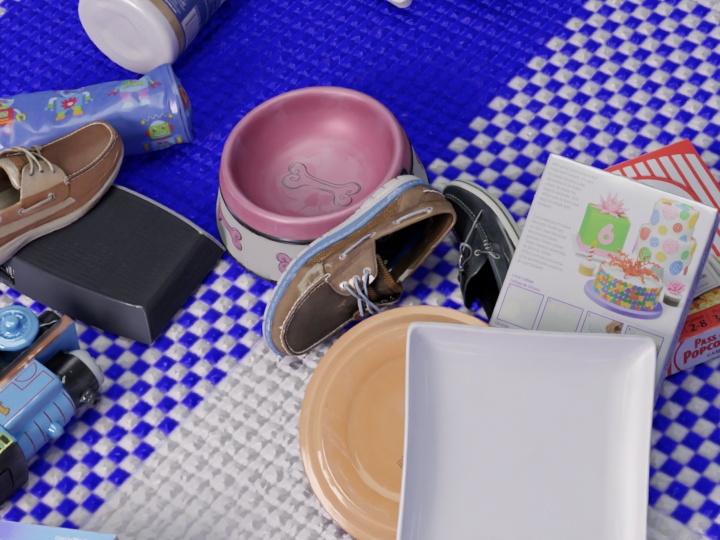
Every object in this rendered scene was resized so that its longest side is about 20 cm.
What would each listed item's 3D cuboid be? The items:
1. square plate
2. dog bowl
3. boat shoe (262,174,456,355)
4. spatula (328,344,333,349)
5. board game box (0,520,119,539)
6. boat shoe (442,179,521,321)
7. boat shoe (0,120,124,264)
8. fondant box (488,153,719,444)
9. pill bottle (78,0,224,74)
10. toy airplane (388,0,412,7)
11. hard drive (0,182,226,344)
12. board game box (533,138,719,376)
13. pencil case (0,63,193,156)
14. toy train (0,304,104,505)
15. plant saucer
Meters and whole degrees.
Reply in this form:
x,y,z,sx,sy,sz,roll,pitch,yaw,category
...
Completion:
x,y,z,sx,sy,sz,roll,pitch,yaw,category
0.126,0.145,1.564,0.197,0.028,0.201,4,87,-9,square plate
-0.039,-0.083,1.833,0.199,0.074,0.201,-4,50,5,dog bowl
0.000,0.000,1.733,0.200,0.072,0.072,-48,39,-10,boat shoe
0.029,0.126,1.682,0.056,0.021,0.200,-22,47,-25,spatula
-0.274,0.300,1.541,0.159,0.097,0.201,5,52,13,board game box
0.111,-0.001,1.742,0.062,0.075,0.200,-19,55,-15,boat shoe
-0.295,-0.074,1.813,0.200,0.072,0.076,-40,54,-21,boat shoe
0.189,0.024,1.636,0.144,0.058,0.201,20,90,15,fondant box
-0.181,-0.297,2.007,0.111,0.111,0.200,19,56,23,pill bottle
0.059,-0.358,1.999,0.199,0.141,0.200,-3,51,6,toy airplane
-0.237,-0.021,1.833,0.199,0.042,0.135,22,57,25,hard drive
0.256,-0.008,1.739,0.151,0.046,0.200,-21,51,-7,board game box
-0.257,-0.140,1.913,0.199,0.078,0.087,-12,42,0,pencil case
-0.303,0.118,1.708,0.114,0.087,0.200,35,61,21,toy train
0.047,0.126,1.611,0.199,0.032,0.201,-2,81,13,plant saucer
